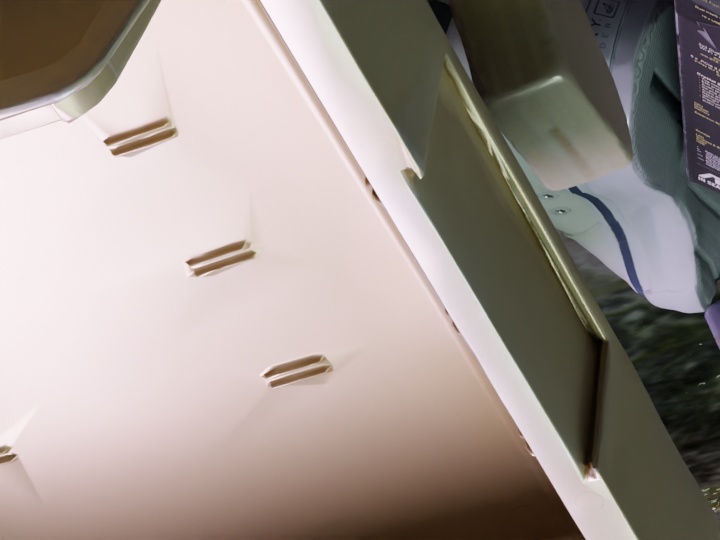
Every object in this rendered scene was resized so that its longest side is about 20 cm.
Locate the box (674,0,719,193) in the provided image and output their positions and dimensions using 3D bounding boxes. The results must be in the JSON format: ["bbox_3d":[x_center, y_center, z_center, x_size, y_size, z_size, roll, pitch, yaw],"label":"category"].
[{"bbox_3d":[0.170,-0.029,0.658,0.200,0.050,0.158,25,166,16],"label":"box"}]

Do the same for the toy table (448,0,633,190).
[{"bbox_3d":[0.008,-0.099,0.551,0.184,0.117,0.200,-25,152,26],"label":"toy table"}]

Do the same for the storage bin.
[{"bbox_3d":[-0.063,0.036,0.500,0.198,0.094,0.200,-16,127,23],"label":"storage bin"}]

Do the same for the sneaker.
[{"bbox_3d":[0.064,-0.040,0.789,0.071,0.073,0.200,13,168,19],"label":"sneaker"}]

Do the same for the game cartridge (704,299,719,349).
[{"bbox_3d":[0.208,-0.009,0.904,0.200,0.038,0.130,-31,159,3],"label":"game cartridge"}]
